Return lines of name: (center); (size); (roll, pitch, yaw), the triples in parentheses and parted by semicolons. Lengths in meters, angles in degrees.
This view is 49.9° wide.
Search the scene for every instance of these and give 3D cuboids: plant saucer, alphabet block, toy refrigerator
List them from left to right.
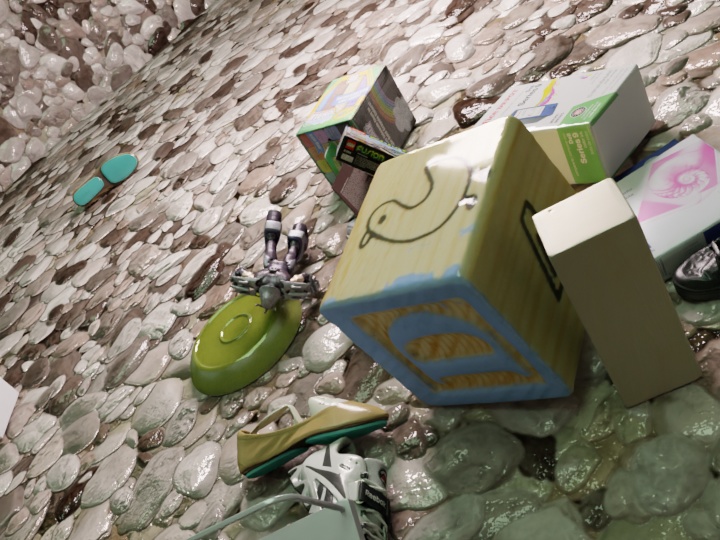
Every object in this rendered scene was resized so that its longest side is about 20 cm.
plant saucer: (-0.176, 0.093, 1.135); (0.198, 0.031, 0.201); (-24, 35, 18)
alphabet block: (0.110, 0.000, 0.791); (0.194, 0.196, 0.202); (-13, 44, 42)
toy refrigerator: (0.227, 0.023, 0.681); (0.075, 0.201, 0.070); (-27, 33, 15)

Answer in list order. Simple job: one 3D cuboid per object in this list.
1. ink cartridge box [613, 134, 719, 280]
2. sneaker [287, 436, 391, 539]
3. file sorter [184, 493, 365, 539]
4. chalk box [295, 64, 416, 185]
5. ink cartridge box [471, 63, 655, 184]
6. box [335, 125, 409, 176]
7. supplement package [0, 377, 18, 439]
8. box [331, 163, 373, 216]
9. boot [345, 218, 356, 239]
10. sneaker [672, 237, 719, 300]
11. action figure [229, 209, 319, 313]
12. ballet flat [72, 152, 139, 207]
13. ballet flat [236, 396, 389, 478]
ink cartridge box: (0.316, -0.070, 0.865); (0.195, 0.043, 0.201); (-33, 34, 7)
sneaker: (-0.003, 0.229, 0.756); (0.088, 0.074, 0.200); (-41, 33, -4)
file sorter: (-0.060, 0.296, 0.610); (0.138, 0.124, 0.202); (-28, 58, 13)
chalk box: (-0.013, -0.226, 1.297); (0.123, 0.125, 0.201); (-5, 42, 39)
ink cartridge box: (0.253, -0.181, 1.004); (0.199, 0.088, 0.145); (1, 39, 49)
box: (0.064, -0.133, 1.030); (0.110, 0.198, 0.035); (-91, 24, -73)
supplement package: (-0.731, 0.263, 1.360); (0.199, 0.122, 0.120); (-30, 32, 12)
box: (0.043, -0.096, 1.087); (0.076, 0.099, 0.200); (-63, 30, 13)
boot: (0.000, 0.000, 1.047); (0.095, 0.074, 0.200); (-41, 28, -1)
sneaker: (0.379, -0.052, 0.721); (0.198, 0.105, 0.060); (-24, 34, 18)
action figure: (-0.120, -0.003, 1.135); (0.129, 0.070, 0.201); (14, 38, -4)
ballet flat: (-0.652, -0.236, 1.987); (0.200, 0.068, 0.072); (-41, 13, 0)
ballet flat: (-0.063, 0.176, 0.875); (0.198, 0.069, 0.064); (-25, 67, 19)
